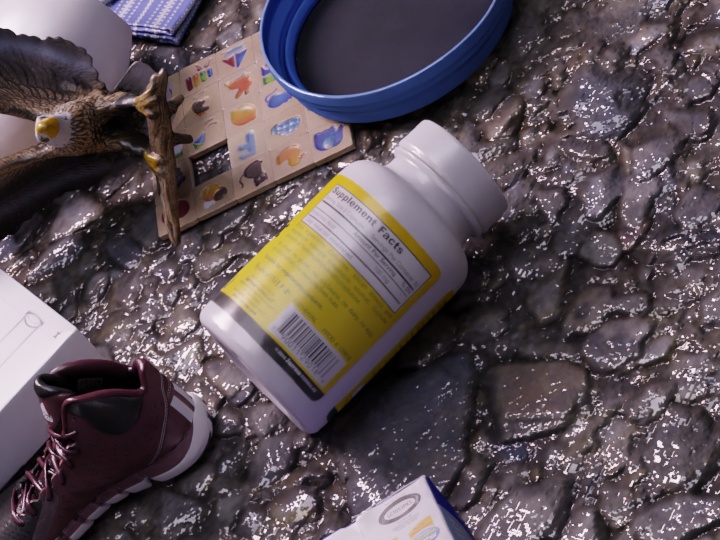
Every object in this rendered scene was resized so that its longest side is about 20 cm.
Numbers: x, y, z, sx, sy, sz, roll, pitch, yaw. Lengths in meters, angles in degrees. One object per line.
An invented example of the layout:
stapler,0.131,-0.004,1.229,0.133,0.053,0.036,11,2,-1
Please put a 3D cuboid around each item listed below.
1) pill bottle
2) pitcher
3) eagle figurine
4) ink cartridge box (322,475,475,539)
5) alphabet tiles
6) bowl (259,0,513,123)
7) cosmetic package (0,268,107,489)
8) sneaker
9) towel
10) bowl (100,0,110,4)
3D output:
pill bottle,0.000,0.000,1.364,0.200,0.111,0.111,-44,44,-7
pitcher,-0.278,-0.135,1.663,0.201,0.121,0.171,-56,30,-3
eagle figurine,-0.232,-0.103,1.543,0.198,0.151,0.153,-2,60,10
ink cartridge box,0.019,0.214,1.200,0.136,0.076,0.201,-32,46,5
alphabet tiles,-0.073,-0.124,1.587,0.199,0.008,0.168,-24,45,14
bowl,0.022,-0.193,1.551,0.199,0.039,0.202,-15,48,17
cosmetic package,-0.285,0.077,1.513,0.151,0.052,0.200,-46,37,-11
sneaker,-0.206,0.119,1.395,0.199,0.116,0.076,-35,44,3
towel,-0.194,-0.253,1.765,0.199,0.024,0.146,10,59,36
bowl,-0.261,-0.306,1.769,0.199,0.091,0.202,-16,46,18
